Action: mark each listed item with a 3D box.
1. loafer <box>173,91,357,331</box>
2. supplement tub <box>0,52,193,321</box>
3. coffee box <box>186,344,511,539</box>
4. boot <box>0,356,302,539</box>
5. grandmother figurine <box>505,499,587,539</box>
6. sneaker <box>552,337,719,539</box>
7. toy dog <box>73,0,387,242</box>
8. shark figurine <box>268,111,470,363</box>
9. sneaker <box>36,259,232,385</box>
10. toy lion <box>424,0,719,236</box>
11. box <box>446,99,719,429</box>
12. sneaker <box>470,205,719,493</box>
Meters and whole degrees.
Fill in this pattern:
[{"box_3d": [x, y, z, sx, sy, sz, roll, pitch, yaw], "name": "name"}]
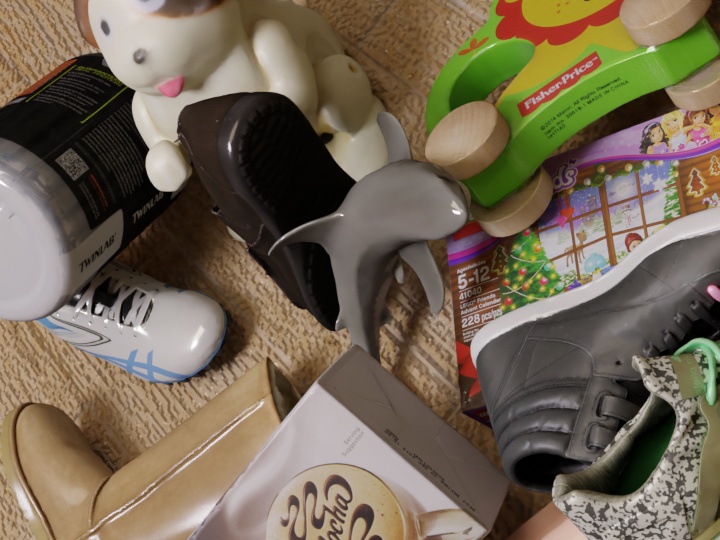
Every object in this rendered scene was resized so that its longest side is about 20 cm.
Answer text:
[{"box_3d": [-0.044, -0.040, 0.813, 0.071, 0.200, 0.073, 24, 66, 34], "name": "loafer"}, {"box_3d": [-0.191, -0.066, 0.933, 0.122, 0.123, 0.200, -10, 26, 33], "name": "supplement tub"}, {"box_3d": [-0.029, 0.155, 0.740, 0.113, 0.080, 0.200, 41, 109, 4], "name": "coffee box"}, {"box_3d": [-0.125, 0.116, 0.893, 0.200, 0.066, 0.176, -36, 65, 19], "name": "boot"}, {"box_3d": [0.142, 0.111, 0.698, 0.200, 0.060, 0.121, -46, 59, 14], "name": "grandmother figurine"}, {"box_3d": [0.160, 0.055, 0.599, 0.200, 0.089, 0.077, -51, 26, 3], "name": "sneaker"}, {"box_3d": [-0.082, -0.136, 0.881, 0.139, 0.200, 0.195, -9, 65, 33], "name": "toy dog"}, {"box_3d": [-0.008, 0.003, 0.778, 0.215, 0.089, 0.128, 103, 148, -46], "name": "shark figurine"}, {"box_3d": [-0.170, 0.026, 0.959, 0.199, 0.072, 0.072, 15, 78, 39], "name": "sneaker"}, {"box_3d": [0.122, -0.137, 0.800, 0.200, 0.069, 0.192, -34, 33, 15], "name": "toy lion"}, {"box_3d": [0.142, -0.005, 0.761, 0.199, 0.039, 0.138, -20, 58, 29], "name": "box"}, {"box_3d": [0.141, 0.044, 0.661, 0.200, 0.071, 0.100, -29, 46, 31], "name": "sneaker"}]
